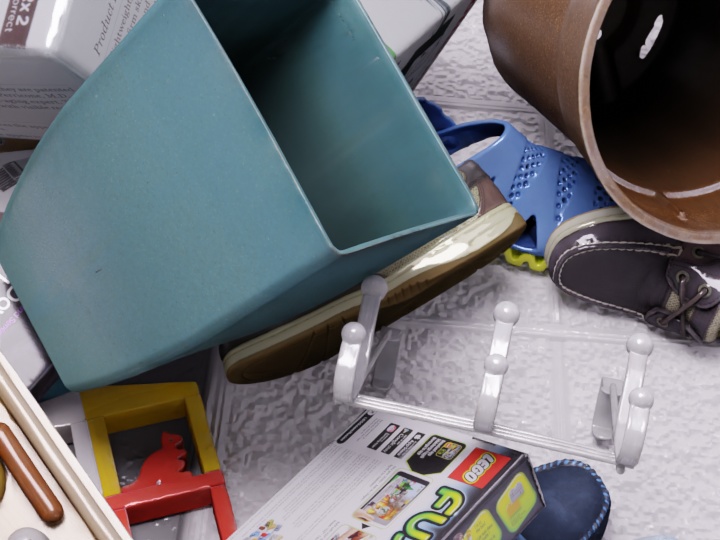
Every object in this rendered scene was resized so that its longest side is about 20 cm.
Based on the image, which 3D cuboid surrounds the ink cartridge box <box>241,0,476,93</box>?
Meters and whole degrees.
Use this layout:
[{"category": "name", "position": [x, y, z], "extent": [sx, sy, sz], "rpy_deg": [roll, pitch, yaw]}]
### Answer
[{"category": "ink cartridge box", "position": [-0.018, -0.126, 0.845], "extent": [0.083, 0.147, 0.200], "rpy_deg": [39, 41, 3]}]

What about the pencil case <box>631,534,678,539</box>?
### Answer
[{"category": "pencil case", "position": [0.121, 0.219, 0.634], "extent": [0.091, 0.083, 0.200], "rpy_deg": [39, 53, -1]}]

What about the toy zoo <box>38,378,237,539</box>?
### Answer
[{"category": "toy zoo", "position": [-0.134, 0.131, 0.731], "extent": [0.130, 0.021, 0.201], "rpy_deg": [-11, 51, -13]}]

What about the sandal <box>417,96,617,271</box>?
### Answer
[{"category": "sandal", "position": [0.086, -0.057, 0.870], "extent": [0.199, 0.087, 0.080], "rpy_deg": [7, 47, -1]}]

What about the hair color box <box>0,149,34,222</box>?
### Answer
[{"category": "hair color box", "position": [-0.198, -0.014, 0.824], "extent": [0.199, 0.065, 0.110], "rpy_deg": [-8, 51, -10]}]

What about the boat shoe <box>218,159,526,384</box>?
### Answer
[{"category": "boat shoe", "position": [0.000, 0.000, 0.806], "extent": [0.199, 0.073, 0.065], "rpy_deg": [-27, 75, -18]}]

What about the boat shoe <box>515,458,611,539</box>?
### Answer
[{"category": "boat shoe", "position": [0.055, 0.154, 0.694], "extent": [0.200, 0.069, 0.084], "rpy_deg": [-34, 59, -28]}]

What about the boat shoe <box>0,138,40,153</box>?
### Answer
[{"category": "boat shoe", "position": [-0.245, -0.098, 0.882], "extent": [0.199, 0.076, 0.072], "rpy_deg": [2, 51, -2]}]

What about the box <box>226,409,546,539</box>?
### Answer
[{"category": "box", "position": [-0.018, 0.145, 0.635], "extent": [0.110, 0.035, 0.200], "rpy_deg": [12, 43, 46]}]

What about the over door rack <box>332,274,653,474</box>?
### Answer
[{"category": "over door rack", "position": [0.069, 0.049, 0.709], "extent": [0.147, 0.200, 0.067], "rpy_deg": [13, 90, 7]}]

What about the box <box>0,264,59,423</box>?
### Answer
[{"category": "box", "position": [-0.265, 0.027, 0.733], "extent": [0.200, 0.036, 0.143], "rpy_deg": [37, 71, 3]}]

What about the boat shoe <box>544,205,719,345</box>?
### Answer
[{"category": "boat shoe", "position": [0.210, 0.011, 0.831], "extent": [0.199, 0.072, 0.065], "rpy_deg": [10, 44, -3]}]

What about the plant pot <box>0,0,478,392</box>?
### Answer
[{"category": "plant pot", "position": [-0.078, -0.031, 0.690], "extent": [0.141, 0.200, 0.142], "rpy_deg": [-18, 76, -57]}]

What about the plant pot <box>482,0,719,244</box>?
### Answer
[{"category": "plant pot", "position": [0.179, -0.143, 0.831], "extent": [0.199, 0.201, 0.198], "rpy_deg": [-11, 24, -14]}]

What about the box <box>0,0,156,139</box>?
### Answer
[{"category": "box", "position": [-0.193, -0.186, 0.778], "extent": [0.199, 0.131, 0.200], "rpy_deg": [6, 74, 23]}]

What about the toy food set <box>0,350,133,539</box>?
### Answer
[{"category": "toy food set", "position": [-0.201, 0.119, 0.657], "extent": [0.143, 0.060, 0.200], "rpy_deg": [-34, 75, -18]}]

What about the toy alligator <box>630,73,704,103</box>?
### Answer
[{"category": "toy alligator", "position": [0.244, -0.071, 0.905], "extent": [0.054, 0.059, 0.200], "rpy_deg": [28, 17, -39]}]
